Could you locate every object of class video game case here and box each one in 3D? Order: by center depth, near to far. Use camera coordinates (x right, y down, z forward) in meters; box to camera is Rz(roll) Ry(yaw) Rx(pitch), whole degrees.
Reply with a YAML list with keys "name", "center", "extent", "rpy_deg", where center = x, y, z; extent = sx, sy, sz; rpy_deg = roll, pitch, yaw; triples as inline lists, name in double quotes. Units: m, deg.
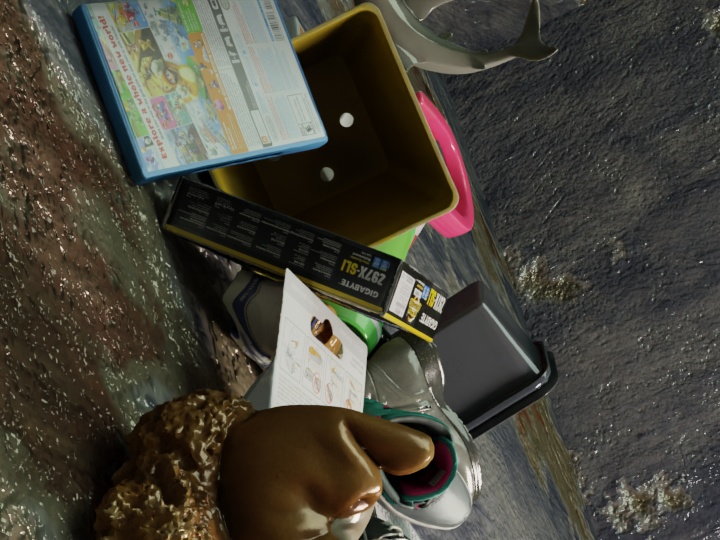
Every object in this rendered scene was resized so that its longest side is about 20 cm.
- name: "video game case"
  center: [-0.124, -0.154, 0.990]
  extent: [0.199, 0.018, 0.145]
  rpy_deg: [-17, 85, -44]

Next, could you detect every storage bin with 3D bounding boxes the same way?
- name: "storage bin"
  center: [0.117, 0.110, 1.462]
  extent: [0.135, 0.199, 0.146]
  rpy_deg: [55, 15, -13]

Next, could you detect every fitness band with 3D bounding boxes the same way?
- name: "fitness band"
  center: [0.081, -0.116, 1.370]
  extent: [0.200, 0.037, 0.146]
  rpy_deg: [32, 45, -64]

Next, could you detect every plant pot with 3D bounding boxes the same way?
- name: "plant pot"
  center: [-0.043, -0.121, 1.172]
  extent: [0.176, 0.198, 0.202]
  rpy_deg: [-117, -179, -79]

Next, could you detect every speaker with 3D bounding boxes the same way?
- name: "speaker"
  center: [0.000, 0.000, 1.243]
  extent: [0.089, 0.087, 0.201]
  rpy_deg: [59, 34, -33]

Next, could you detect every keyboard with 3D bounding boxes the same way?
- name: "keyboard"
  center: [0.034, 0.257, 1.238]
  extent: [0.057, 0.011, 0.201]
  rpy_deg: [-96, 160, -53]

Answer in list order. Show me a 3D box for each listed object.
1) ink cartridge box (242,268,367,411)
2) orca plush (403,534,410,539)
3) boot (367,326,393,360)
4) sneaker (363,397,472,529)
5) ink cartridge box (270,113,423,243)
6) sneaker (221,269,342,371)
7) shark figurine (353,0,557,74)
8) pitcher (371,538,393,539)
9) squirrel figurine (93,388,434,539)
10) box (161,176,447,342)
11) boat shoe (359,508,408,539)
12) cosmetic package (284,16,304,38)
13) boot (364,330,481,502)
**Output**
- name: "ink cartridge box"
  center: [-0.048, 0.125, 0.892]
  extent: [0.163, 0.056, 0.203]
  rpy_deg: [48, 37, -57]
- name: "orca plush"
  center: [0.064, 0.312, 1.126]
  extent: [0.105, 0.070, 0.202]
  rpy_deg: [-35, 103, -78]
- name: "boot"
  center: [0.042, 0.157, 1.286]
  extent: [0.202, 0.076, 0.168]
  rpy_deg: [67, 8, 24]
- name: "sneaker"
  center: [0.056, 0.182, 1.094]
  extent: [0.199, 0.084, 0.120]
  rpy_deg: [39, -14, -28]
- name: "ink cartridge box"
  center: [-0.005, -0.110, 1.387]
  extent: [0.145, 0.083, 0.201]
  rpy_deg: [-56, 133, -29]
- name: "sneaker"
  center: [-0.062, 0.056, 1.014]
  extent: [0.088, 0.076, 0.201]
  rpy_deg: [30, -22, 17]
- name: "shark figurine"
  center: [0.070, -0.211, 1.151]
  extent: [0.090, 0.212, 0.129]
  rpy_deg: [-71, -178, -54]
- name: "pitcher"
  center: [0.020, 0.293, 0.829]
  extent: [0.172, 0.119, 0.203]
  rpy_deg: [124, -29, -70]
- name: "squirrel figurine"
  center: [-0.067, 0.174, 0.698]
  extent: [0.198, 0.141, 0.189]
  rpy_deg: [22, 63, -19]
- name: "box"
  center: [-0.039, -0.007, 0.984]
  extent: [0.050, 0.198, 0.160]
  rpy_deg: [-68, 161, -2]
- name: "boat shoe"
  center: [0.013, 0.245, 1.016]
  extent: [0.072, 0.070, 0.201]
  rpy_deg: [59, 12, -32]
- name: "cosmetic package"
  center: [-0.061, -0.190, 1.463]
  extent: [0.102, 0.070, 0.201]
  rpy_deg: [-100, 164, -46]
- name: "boot"
  center: [0.034, 0.166, 1.184]
  extent: [0.067, 0.130, 0.202]
  rpy_deg: [6, -57, 56]
